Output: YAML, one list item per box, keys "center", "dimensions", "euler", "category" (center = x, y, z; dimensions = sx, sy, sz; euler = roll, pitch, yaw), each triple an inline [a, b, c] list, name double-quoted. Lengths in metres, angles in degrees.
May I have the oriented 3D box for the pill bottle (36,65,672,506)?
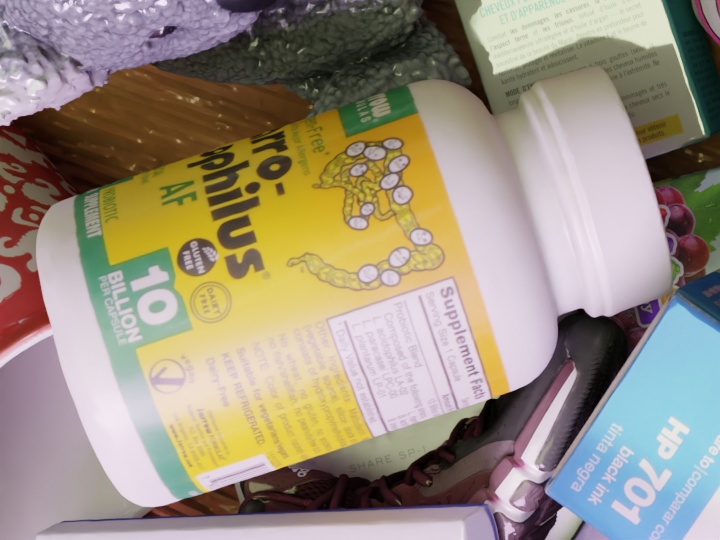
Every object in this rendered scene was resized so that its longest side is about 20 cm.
- center: [0.000, 0.000, 0.639]
  dimensions: [0.200, 0.113, 0.113]
  euler: [-18, 87, 2]
  category: "pill bottle"

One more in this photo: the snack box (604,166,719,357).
- center: [0.175, 0.054, 0.724]
  dimensions: [0.142, 0.053, 0.200]
  euler: [-14, 90, 22]
  category: "snack box"

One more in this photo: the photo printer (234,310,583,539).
- center: [0.017, 0.047, 0.780]
  dimensions: [0.166, 0.069, 0.200]
  euler: [-17, 88, 23]
  category: "photo printer"

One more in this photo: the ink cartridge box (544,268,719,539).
- center: [0.179, 0.087, 0.618]
  dimensions: [0.200, 0.146, 0.086]
  euler: [36, 105, 14]
  category: "ink cartridge box"

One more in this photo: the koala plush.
- center: [-0.068, -0.123, 0.672]
  dimensions: [0.184, 0.200, 0.178]
  euler: [30, 120, 29]
  category: "koala plush"

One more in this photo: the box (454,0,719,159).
- center: [0.075, -0.137, 0.732]
  dimensions: [0.082, 0.049, 0.200]
  euler: [-17, 93, 25]
  category: "box"

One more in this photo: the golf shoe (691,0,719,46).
- center: [0.166, -0.066, 0.655]
  dimensions: [0.073, 0.200, 0.092]
  euler: [3, 108, -15]
  category: "golf shoe"

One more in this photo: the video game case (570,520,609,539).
- center: [0.116, 0.190, 0.735]
  dimensions: [0.143, 0.019, 0.200]
  euler: [30, 124, 6]
  category: "video game case"

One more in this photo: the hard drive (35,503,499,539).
- center: [-0.030, 0.157, 0.699]
  dimensions: [0.200, 0.025, 0.132]
  euler: [-7, 98, 33]
  category: "hard drive"

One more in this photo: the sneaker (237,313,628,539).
- center: [0.012, 0.084, 0.708]
  dimensions: [0.115, 0.076, 0.200]
  euler: [32, 106, 17]
  category: "sneaker"

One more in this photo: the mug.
- center: [-0.179, 0.013, 0.780]
  dimensions: [0.200, 0.177, 0.134]
  euler: [49, 142, 37]
  category: "mug"
